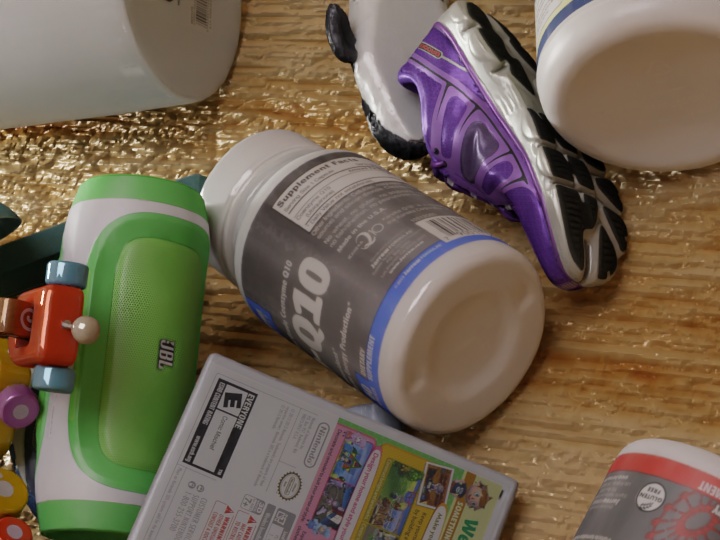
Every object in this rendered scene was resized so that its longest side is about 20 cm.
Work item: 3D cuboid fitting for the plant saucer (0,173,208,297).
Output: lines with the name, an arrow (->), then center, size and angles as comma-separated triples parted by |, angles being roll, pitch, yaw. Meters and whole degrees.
plant saucer -> -0.173, -0.017, 1.510 | 0.199, 0.070, 0.019 | -20, 75, 19

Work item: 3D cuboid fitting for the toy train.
toy train -> -0.198, 0.093, 1.293 | 0.150, 0.055, 0.201 | -1, 80, 65

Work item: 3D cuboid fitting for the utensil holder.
utensil holder -> -0.201, -0.179, 1.570 | 0.199, 0.170, 0.171 | -4, 56, 27

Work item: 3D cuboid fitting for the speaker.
speaker -> -0.133, 0.052, 1.346 | 0.088, 0.088, 0.201 | -4, 73, 29

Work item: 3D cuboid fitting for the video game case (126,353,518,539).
video game case -> -0.034, 0.165, 1.251 | 0.181, 0.022, 0.201 | 22, 66, 2

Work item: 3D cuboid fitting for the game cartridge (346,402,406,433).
game cartridge -> -0.064, 0.157, 1.339 | 0.199, 0.040, 0.134 | -18, 55, 20

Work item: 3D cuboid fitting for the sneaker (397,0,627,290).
sneaker -> 0.084, -0.061, 1.377 | 0.083, 0.080, 0.201 | -42, 53, 21

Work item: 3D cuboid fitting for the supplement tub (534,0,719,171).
supplement tub -> 0.168, -0.174, 1.357 | 0.144, 0.145, 0.201 | -15, 52, 21

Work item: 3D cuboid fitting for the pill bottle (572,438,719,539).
pill bottle -> 0.132, 0.191, 1.141 | 0.115, 0.116, 0.201 | 16, 68, 38

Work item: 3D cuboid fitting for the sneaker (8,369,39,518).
sneaker -> -0.148, 0.061, 1.421 | 0.085, 0.077, 0.201 | -1, 48, 19

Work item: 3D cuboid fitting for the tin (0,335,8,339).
tin -> -0.271, 0.050, 1.497 | 0.199, 0.042, 0.112 | 4, 20, 34

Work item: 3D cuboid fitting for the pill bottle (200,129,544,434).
pill bottle -> 0.000, 0.000, 1.357 | 0.114, 0.114, 0.200 | -49, 47, -8

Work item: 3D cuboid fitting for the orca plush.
orca plush -> 0.007, -0.150, 1.487 | 0.071, 0.105, 0.201 | -46, 62, 53

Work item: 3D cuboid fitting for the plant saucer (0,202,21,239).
plant saucer -> -0.301, -0.006, 1.442 | 0.199, 0.200, 0.028 | -22, 88, 16
